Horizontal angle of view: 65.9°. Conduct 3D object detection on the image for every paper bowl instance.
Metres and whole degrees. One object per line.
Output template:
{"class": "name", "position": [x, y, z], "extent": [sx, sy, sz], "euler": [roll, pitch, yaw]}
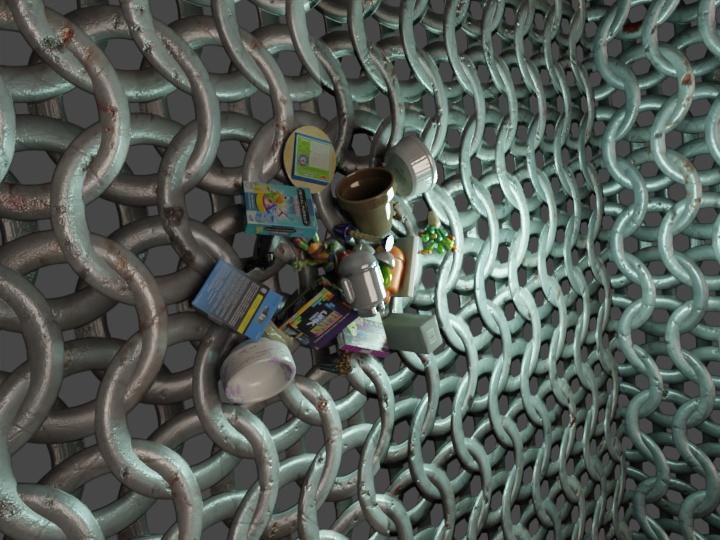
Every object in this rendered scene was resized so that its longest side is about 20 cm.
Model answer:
{"class": "paper bowl", "position": [-0.282, 0.262, 1.504], "extent": [0.197, 0.105, 0.202], "euler": [-20, 143, -16]}

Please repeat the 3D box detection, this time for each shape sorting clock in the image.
{"class": "shape sorting clock", "position": [-0.155, -0.337, 1.697], "extent": [0.198, 0.039, 0.205], "euler": [-1, 91, -43]}

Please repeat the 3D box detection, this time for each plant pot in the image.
{"class": "plant pot", "position": [0.033, -0.205, 1.782], "extent": [0.200, 0.198, 0.177], "euler": [-46, 134, -31]}

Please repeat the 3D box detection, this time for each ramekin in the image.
{"class": "ramekin", "position": [0.160, -0.343, 1.880], "extent": [0.093, 0.201, 0.205], "euler": [-30, 110, -24]}

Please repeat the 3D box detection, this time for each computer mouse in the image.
{"class": "computer mouse", "position": [-0.259, -0.090, 1.558], "extent": [0.053, 0.137, 0.202], "euler": [45, 53, -30]}

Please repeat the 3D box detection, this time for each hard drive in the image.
{"class": "hard drive", "position": [0.150, -0.011, 1.904], "extent": [0.026, 0.131, 0.204], "euler": [10, 83, -23]}

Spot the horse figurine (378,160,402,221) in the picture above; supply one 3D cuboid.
{"class": "horse figurine", "position": [0.092, -0.262, 1.877], "extent": [0.049, 0.132, 0.204], "euler": [-17, 110, -16]}

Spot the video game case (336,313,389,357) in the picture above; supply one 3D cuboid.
{"class": "video game case", "position": [-0.004, 0.178, 1.772], "extent": [0.198, 0.036, 0.184], "euler": [17, 44, -40]}

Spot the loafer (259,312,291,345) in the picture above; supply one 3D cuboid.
{"class": "loafer", "position": [-0.275, 0.174, 1.566], "extent": [0.200, 0.075, 0.069], "euler": [43, 58, -33]}

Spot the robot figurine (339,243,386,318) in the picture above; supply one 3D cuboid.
{"class": "robot figurine", "position": [0.005, 0.031, 1.574], "extent": [0.169, 0.111, 0.204], "euler": [-27, 104, -50]}

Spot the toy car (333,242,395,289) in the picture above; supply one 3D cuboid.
{"class": "toy car", "position": [0.000, 0.000, 1.719], "extent": [0.149, 0.198, 0.177], "euler": [33, 81, -51]}

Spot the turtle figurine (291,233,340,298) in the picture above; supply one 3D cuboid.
{"class": "turtle figurine", "position": [-0.142, -0.060, 1.631], "extent": [0.195, 0.143, 0.201], "euler": [54, 40, -16]}

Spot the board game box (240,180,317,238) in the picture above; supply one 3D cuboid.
{"class": "board game box", "position": [-0.228, -0.169, 1.543], "extent": [0.196, 0.047, 0.153], "euler": [2, 54, -24]}

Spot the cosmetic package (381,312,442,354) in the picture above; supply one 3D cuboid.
{"class": "cosmetic package", "position": [0.168, 0.210, 1.877], "extent": [0.090, 0.198, 0.109], "euler": [-32, 112, -34]}

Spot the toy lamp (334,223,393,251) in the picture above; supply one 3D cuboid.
{"class": "toy lamp", "position": [0.007, -0.106, 1.738], "extent": [0.058, 0.197, 0.059], "euler": [-37, 137, -46]}

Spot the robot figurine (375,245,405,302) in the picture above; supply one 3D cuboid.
{"class": "robot figurine", "position": [0.085, 0.002, 1.860], "extent": [0.142, 0.116, 0.204], "euler": [23, 76, -36]}

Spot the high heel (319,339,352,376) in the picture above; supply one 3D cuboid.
{"class": "high heel", "position": [-0.025, 0.254, 1.742], "extent": [0.200, 0.141, 0.072], "euler": [-45, 117, -31]}

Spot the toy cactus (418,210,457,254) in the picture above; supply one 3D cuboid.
{"class": "toy cactus", "position": [0.278, -0.135, 2.061], "extent": [0.197, 0.102, 0.168], "euler": [1, 70, -39]}

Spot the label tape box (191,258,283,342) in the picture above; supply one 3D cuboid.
{"class": "label tape box", "position": [-0.327, 0.085, 1.476], "extent": [0.198, 0.063, 0.146], "euler": [32, 68, -7]}

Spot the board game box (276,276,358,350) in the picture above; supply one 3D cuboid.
{"class": "board game box", "position": [-0.122, 0.131, 1.633], "extent": [0.164, 0.199, 0.057], "euler": [35, 25, -33]}
